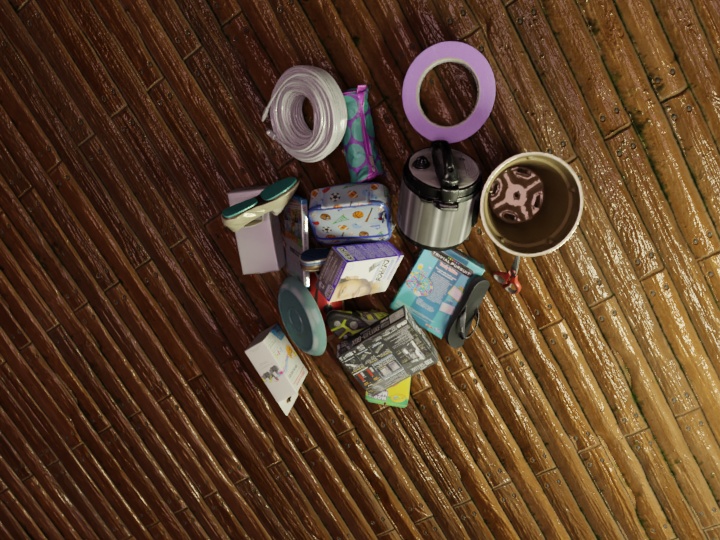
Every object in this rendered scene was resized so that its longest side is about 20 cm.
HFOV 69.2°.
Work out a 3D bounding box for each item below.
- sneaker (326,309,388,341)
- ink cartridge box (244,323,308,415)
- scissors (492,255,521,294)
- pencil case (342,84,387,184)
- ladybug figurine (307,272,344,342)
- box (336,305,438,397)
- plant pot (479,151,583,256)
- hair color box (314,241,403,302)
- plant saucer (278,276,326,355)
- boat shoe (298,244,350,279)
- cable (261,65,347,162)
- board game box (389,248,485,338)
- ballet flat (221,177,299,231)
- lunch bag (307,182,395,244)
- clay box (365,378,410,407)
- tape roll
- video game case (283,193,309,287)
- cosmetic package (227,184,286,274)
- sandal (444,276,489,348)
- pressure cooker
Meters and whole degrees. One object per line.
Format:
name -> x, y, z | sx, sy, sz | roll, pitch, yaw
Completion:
sneaker -> 0.011, 0.133, 1.283 | 0.195, 0.077, 0.077 | 14, 119, -8
ink cartridge box -> -0.204, 0.254, 1.349 | 0.067, 0.115, 0.203 | -28, 100, 16
scissors -> 0.345, 0.008, 1.157 | 0.014, 0.200, 0.073 | -43, 80, -13
pencil case -> -0.001, -0.301, 1.168 | 0.084, 0.092, 0.205 | -18, 103, -25
ladybug figurine -> -0.108, 0.097, 1.310 | 0.132, 0.072, 0.205 | 6, 106, 9
box -> 0.065, 0.197, 1.247 | 0.198, 0.050, 0.158 | -32, 117, 15
plant pot -> 0.341, -0.149, 1.100 | 0.195, 0.184, 0.206 | 2, 104, 7
hair color box -> 0.000, 0.000, 1.190 | 0.065, 0.197, 0.111 | 44, 123, 31
plant saucer -> -0.148, 0.115, 1.255 | 0.199, 0.027, 0.204 | 37, 138, 41
boat shoe -> -0.070, -0.011, 1.208 | 0.071, 0.198, 0.074 | 20, 108, 32
cable -> -0.117, -0.342, 1.149 | 0.201, 0.069, 0.201 | 48, 131, 14
board game box -> 0.182, 0.039, 1.255 | 0.149, 0.047, 0.203 | 30, 108, 0
ballet flat -> -0.223, -0.147, 1.199 | 0.197, 0.069, 0.071 | -26, 101, -7
lunch bag -> -0.017, -0.122, 1.197 | 0.195, 0.077, 0.162 | -1, 147, 6
clay box -> 0.075, 0.263, 1.338 | 0.112, 0.048, 0.205 | 7, 106, 8
tape roll -> 0.189, -0.381, 1.127 | 0.195, 0.066, 0.205 | 2, 106, 9
video game case -> -0.153, -0.077, 1.241 | 0.017, 0.143, 0.205 | -7, 108, -23
cosmetic package -> -0.252, -0.101, 1.281 | 0.099, 0.074, 0.205 | -4, 107, 10
sandal -> 0.253, 0.109, 1.231 | 0.043, 0.075, 0.204 | 46, 133, 41
pressure cooker -> 0.167, -0.165, 1.103 | 0.175, 0.177, 0.203 | 36, 142, 30
